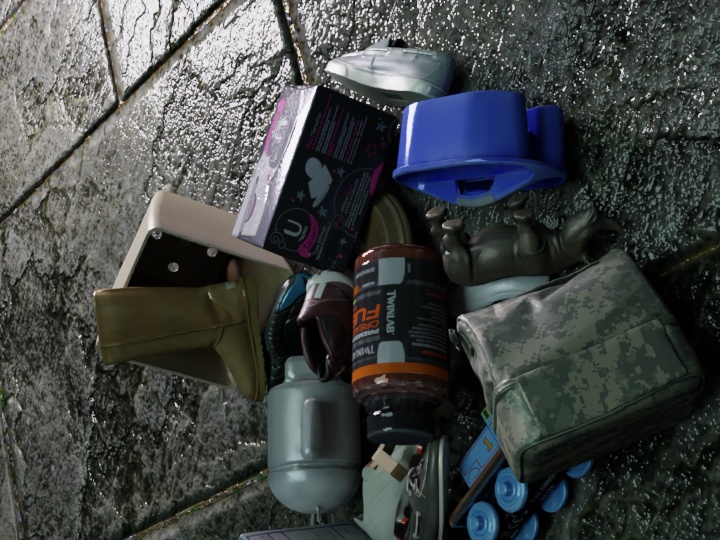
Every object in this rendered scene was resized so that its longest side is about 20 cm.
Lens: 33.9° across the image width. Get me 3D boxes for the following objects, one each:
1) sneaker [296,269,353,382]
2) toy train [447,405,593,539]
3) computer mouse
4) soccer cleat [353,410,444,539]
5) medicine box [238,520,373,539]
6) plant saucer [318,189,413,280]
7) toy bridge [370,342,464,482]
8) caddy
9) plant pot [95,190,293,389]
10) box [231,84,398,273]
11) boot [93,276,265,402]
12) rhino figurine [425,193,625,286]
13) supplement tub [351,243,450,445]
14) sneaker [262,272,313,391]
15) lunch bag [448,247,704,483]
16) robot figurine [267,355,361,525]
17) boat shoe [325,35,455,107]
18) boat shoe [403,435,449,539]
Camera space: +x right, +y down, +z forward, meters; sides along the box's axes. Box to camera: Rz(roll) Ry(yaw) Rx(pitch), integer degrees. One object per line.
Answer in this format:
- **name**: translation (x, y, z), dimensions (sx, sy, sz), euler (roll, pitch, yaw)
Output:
- **sneaker**: translation (-0.005, 0.104, 1.323), dimensions (0.076, 0.116, 0.200), euler (-32, 109, 37)
- **toy train**: translation (0.161, 0.202, 1.232), dimensions (0.200, 0.086, 0.114), euler (-59, 41, 29)
- **computer mouse**: translation (0.120, 0.013, 1.302), dimensions (0.199, 0.044, 0.110), euler (-16, 58, 43)
- **soccer cleat**: translation (0.041, 0.224, 1.361), dimensions (0.077, 0.069, 0.201), euler (23, 108, 28)
- **medicine box**: translation (-0.023, 0.376, 1.325), dimensions (0.182, 0.199, 0.103), euler (30, 108, 44)
- **plant saucer**: translation (0.000, 0.000, 1.422), dimensions (0.200, 0.029, 0.201), euler (-23, 64, 57)
- **toy bridge**: translation (0.075, 0.138, 1.299), dimensions (0.200, 0.027, 0.067), euler (-51, 47, -5)
- **caddy**: translation (0.125, -0.119, 1.249), dimensions (0.199, 0.141, 0.106), euler (-3, 81, 47)
- **plant pot**: translation (-0.230, 0.007, 1.578), dimensions (0.200, 0.199, 0.177), euler (-61, 27, 24)
- **box**: translation (-0.059, -0.111, 1.414), dimensions (0.132, 0.114, 0.201), euler (19, 89, 66)
- **boot**: translation (-0.225, 0.094, 1.486), dimensions (0.066, 0.199, 0.176), euler (-132, 36, -72)
- **rhino figurine**: translation (0.170, -0.030, 1.207), dimensions (0.199, 0.060, 0.088), euler (-6, 122, 19)
- **supplement tub**: translation (0.043, 0.080, 1.253), dimensions (0.107, 0.107, 0.201), euler (-21, 60, 44)
- **sneaker**: translation (-0.096, 0.071, 1.489), dimensions (0.082, 0.073, 0.201), euler (-117, 31, -42)
- **lunch bag**: translation (0.202, 0.082, 1.111), dimensions (0.199, 0.140, 0.168), euler (-22, 65, -4)
- **robot figurine**: translation (-0.056, 0.205, 1.426), dimensions (0.112, 0.170, 0.201), euler (-3, 73, 4)
- **boat shoe**: translation (0.039, -0.241, 1.413), dimensions (0.200, 0.070, 0.072), euler (20, 82, 47)
- **boat shoe**: translation (0.066, 0.262, 1.283), dimensions (0.057, 0.067, 0.201), euler (4, 123, 9)
